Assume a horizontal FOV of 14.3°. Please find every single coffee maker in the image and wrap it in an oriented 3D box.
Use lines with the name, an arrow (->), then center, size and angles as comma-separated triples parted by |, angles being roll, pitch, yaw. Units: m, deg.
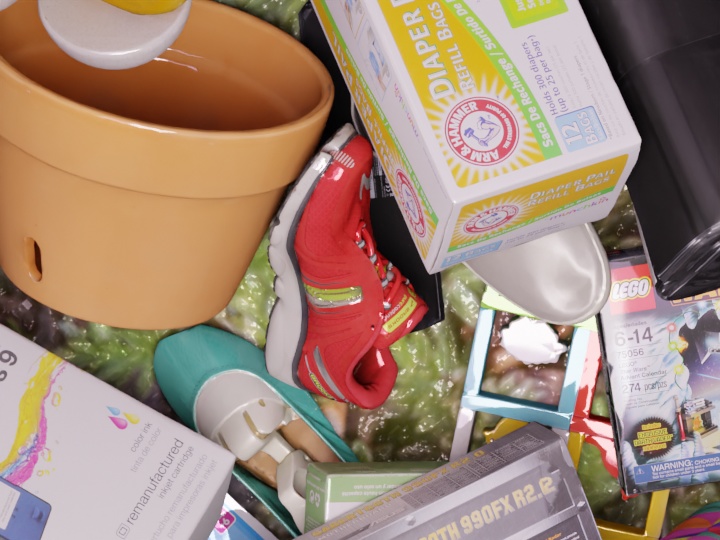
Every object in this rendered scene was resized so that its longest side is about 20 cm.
coffee maker -> 0.176, -0.103, 1.521 | 0.134, 0.192, 0.200 | -24, 74, 1

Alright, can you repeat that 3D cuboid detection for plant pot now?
plant pot -> -0.125, -0.059, 1.601 | 0.200, 0.200, 0.140 | 15, 115, 5

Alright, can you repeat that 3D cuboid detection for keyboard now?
keyboard -> 0.024, -0.062, 1.660 | 0.104, 0.040, 0.201 | -1, 100, 30

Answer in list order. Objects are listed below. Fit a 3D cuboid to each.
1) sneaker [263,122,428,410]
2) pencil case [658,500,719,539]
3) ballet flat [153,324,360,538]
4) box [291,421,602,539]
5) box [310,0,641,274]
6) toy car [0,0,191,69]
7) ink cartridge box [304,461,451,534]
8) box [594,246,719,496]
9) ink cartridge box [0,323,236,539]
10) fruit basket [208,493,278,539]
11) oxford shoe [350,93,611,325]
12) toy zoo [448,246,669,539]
sneaker -> 0.000, 0.000, 1.602 | 0.085, 0.077, 0.200 | 25, 142, 19
pencil case -> 0.189, 0.183, 1.581 | 0.088, 0.200, 0.089 | 3, 99, 20
ballet flat -> -0.044, 0.108, 1.665 | 0.200, 0.070, 0.067 | 44, 100, 0
box -> 0.045, 0.198, 1.584 | 0.200, 0.048, 0.159 | -26, 105, -13
box -> 0.054, -0.116, 1.520 | 0.112, 0.101, 0.200 | -19, 72, -13
toy car -> -0.160, -0.215, 1.504 | 0.200, 0.175, 0.150 | 20, 63, 12
ink cartridge box -> 0.037, 0.209, 1.634 | 0.145, 0.048, 0.201 | 1, 97, -18
box -> 0.236, 0.044, 1.624 | 0.199, 0.040, 0.137 | -10, 97, -1
ink cartridge box -> -0.191, 0.125, 1.575 | 0.200, 0.088, 0.145 | 29, 61, 6
fruit basket -> -0.072, 0.259, 1.676 | 0.200, 0.094, 0.185 | 44, 100, -1
oxford shoe -> 0.061, -0.048, 1.591 | 0.075, 0.058, 0.200 | -41, 85, 19
toy zoo -> 0.123, 0.084, 1.667 | 0.131, 0.020, 0.201 | 11, 99, 5
